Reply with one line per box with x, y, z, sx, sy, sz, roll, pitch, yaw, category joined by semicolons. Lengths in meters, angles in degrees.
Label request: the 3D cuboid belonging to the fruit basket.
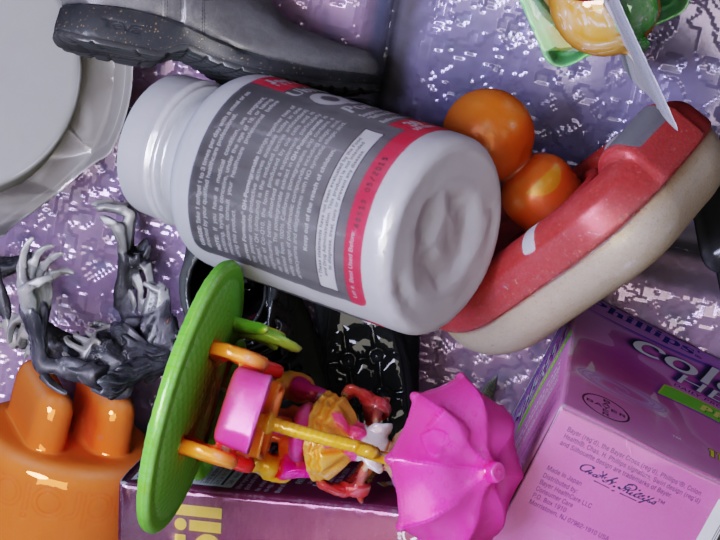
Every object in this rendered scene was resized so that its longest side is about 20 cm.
0.125;-0.177;1.539;0.094;0.200;0.186;-26;103;-1;fruit basket

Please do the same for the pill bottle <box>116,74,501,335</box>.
-0.032;-0.043;1.566;0.200;0.111;0.111;19;112;33;pill bottle

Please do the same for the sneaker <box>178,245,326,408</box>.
-0.058;0.050;1.685;0.071;0.099;0.200;-18;106;10;sneaker

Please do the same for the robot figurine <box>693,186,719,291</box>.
0.286;-0.042;1.603;0.200;0.150;0.125;-19;80;13;robot figurine

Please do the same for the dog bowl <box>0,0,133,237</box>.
-0.232;-0.114;1.634;0.200;0.059;0.201;1;87;-17;dog bowl

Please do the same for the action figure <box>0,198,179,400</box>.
-0.171;0.015;1.668;0.200;0.119;0.102;16;110;15;action figure

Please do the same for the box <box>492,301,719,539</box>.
0.175;0.118;1.625;0.176;0.200;0.097;26;108;-1;box

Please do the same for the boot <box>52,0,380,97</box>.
-0.071;-0.173;1.628;0.200;0.070;0.132;12;82;-24;boot

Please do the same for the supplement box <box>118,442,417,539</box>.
-0.032;0.175;1.653;0.199;0.103;0.131;4;104;12;supplement box

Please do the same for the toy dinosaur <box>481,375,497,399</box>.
0.024;0.149;1.718;0.102;0.077;0.200;22;115;-16;toy dinosaur

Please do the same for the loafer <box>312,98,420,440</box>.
0.000;0.000;1.679;0.068;0.070;0.201;-5;94;5;loafer

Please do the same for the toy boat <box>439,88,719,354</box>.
0.096;-0.045;1.601;0.131;0.131;0.200;48;137;-4;toy boat

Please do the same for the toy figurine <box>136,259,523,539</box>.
-0.004;0.095;1.539;0.184;0.200;0.151;17;84;8;toy figurine

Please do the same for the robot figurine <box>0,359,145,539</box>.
-0.188;0.155;1.726;0.116;0.144;0.201;21;111;25;robot figurine
